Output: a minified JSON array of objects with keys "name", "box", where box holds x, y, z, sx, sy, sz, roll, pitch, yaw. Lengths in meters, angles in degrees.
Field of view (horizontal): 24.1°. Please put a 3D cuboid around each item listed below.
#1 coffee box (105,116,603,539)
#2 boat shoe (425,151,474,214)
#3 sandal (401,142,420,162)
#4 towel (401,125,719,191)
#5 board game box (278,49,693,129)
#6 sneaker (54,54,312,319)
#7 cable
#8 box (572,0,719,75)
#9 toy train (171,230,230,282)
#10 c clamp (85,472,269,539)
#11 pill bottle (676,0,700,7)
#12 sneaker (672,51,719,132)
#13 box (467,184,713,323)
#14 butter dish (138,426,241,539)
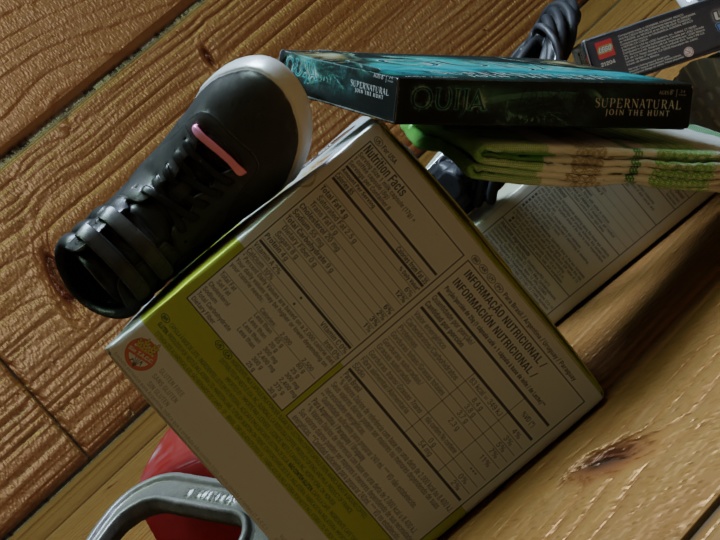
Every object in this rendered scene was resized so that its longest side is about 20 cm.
[{"name":"coffee box","box":[-0.003,0.044,1.001,0.198,0.200,0.200,-40,6,3]},{"name":"boat shoe","box":[0.045,-0.029,1.286,0.200,0.071,0.064,-53,9,4]},{"name":"sandal","box":[0.000,0.001,1.252,0.043,0.076,0.201,-14,-54,-59]},{"name":"towel","box":[0.137,-0.067,0.995,0.199,0.031,0.149,2,11,-15]},{"name":"board game box","box":[0.070,-0.104,0.963,0.199,0.028,0.135,-2,14,-31]},{"name":"sneaker","box":[-0.099,-0.036,0.914,0.099,0.071,0.200,-48,5,-41]},{"name":"cable","box":[0.108,-0.113,1.166,0.164,0.051,0.200,-57,2,-26]},{"name":"box","box":[0.243,-0.167,1.129,0.199,0.035,0.110,-18,4,5]},{"name":"toy train","box":[-0.038,0.024,1.155,0.085,0.199,0.114,-43,-22,-52]},{"name":"c clamp","box":[-0.127,0.196,1.077,0.199,0.027,0.171,7,50,49]},{"name":"pill bottle","box":[0.352,-0.251,1.332,0.200,0.114,0.114,-39,6,17]},{"name":"sneaker","box":[0.266,-0.125,1.188,0.080,0.077,0.200,-32,4,-17]},{"name":"box","box":[0.140,-0.031,1.182,0.200,0.095,0.078,-39,6,9]},{"name":"butter dish","box":[-0.086,0.124,1.225,0.200,0.148,0.200,-35,9,46]}]
